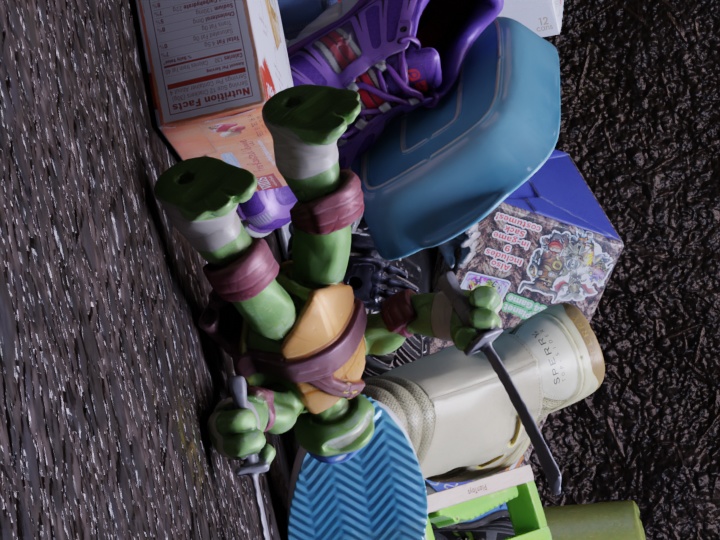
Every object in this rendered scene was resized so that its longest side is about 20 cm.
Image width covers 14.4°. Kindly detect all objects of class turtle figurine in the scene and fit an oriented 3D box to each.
[{"bbox_3d":[-0.005,0.029,1.287,0.200,0.144,0.194,-102,174,-56],"label":"turtle figurine"}]

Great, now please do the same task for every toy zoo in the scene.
[{"bbox_3d":[0.085,0.218,1.622,0.131,0.020,0.200,-11,83,-56],"label":"toy zoo"}]

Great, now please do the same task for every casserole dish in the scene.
[{"bbox_3d":[0.049,-0.079,1.546,0.039,0.121,0.200,52,19,-20],"label":"casserole dish"}]

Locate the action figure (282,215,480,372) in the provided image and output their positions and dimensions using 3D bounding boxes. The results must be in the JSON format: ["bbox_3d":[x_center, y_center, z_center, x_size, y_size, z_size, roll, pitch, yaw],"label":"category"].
[{"bbox_3d":[0.000,0.000,1.622,0.119,0.102,0.200,-58,-173,19],"label":"action figure"}]

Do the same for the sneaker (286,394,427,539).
[{"bbox_3d":[0.000,0.147,1.512,0.081,0.076,0.200,-102,-174,-59],"label":"sneaker"}]

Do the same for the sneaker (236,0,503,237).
[{"bbox_3d":[-0.001,-0.100,1.520,0.083,0.200,0.081,17,-30,51],"label":"sneaker"}]

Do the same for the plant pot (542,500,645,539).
[{"bbox_3d":[0.122,0.246,2.030,0.200,0.184,0.201,-12,90,-86],"label":"plant pot"}]

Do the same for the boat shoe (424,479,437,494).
[{"bbox_3d":[0.024,0.166,1.786,0.066,0.075,0.199,42,-5,24],"label":"boat shoe"}]

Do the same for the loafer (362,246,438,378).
[{"bbox_3d":[0.001,0.025,1.749,0.073,0.071,0.200,42,49,-36],"label":"loafer"}]

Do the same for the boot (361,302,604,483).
[{"bbox_3d":[0.033,0.091,1.619,0.073,0.155,0.200,65,-30,8],"label":"boot"}]

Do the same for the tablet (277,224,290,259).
[{"bbox_3d":[-0.037,-0.012,1.823,0.130,0.014,0.200,-87,164,-73],"label":"tablet"}]

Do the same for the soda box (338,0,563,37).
[{"bbox_3d":[0.019,-0.164,1.715,0.064,0.199,0.068,-75,154,-65],"label":"soda box"}]

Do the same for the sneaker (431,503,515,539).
[{"bbox_3d":[0.062,0.190,1.697,0.199,0.083,0.071,-15,133,-55],"label":"sneaker"}]

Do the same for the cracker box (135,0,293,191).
[{"bbox_3d":[-0.077,-0.148,1.400,0.134,0.058,0.200,59,19,-75],"label":"cracker box"}]

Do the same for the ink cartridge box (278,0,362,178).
[{"bbox_3d":[-0.055,-0.158,1.611,0.137,0.076,0.200,-93,168,-64],"label":"ink cartridge box"}]

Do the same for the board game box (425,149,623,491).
[{"bbox_3d":[0.072,0.026,1.840,0.160,0.097,0.200,-111,-139,-66],"label":"board game box"}]
